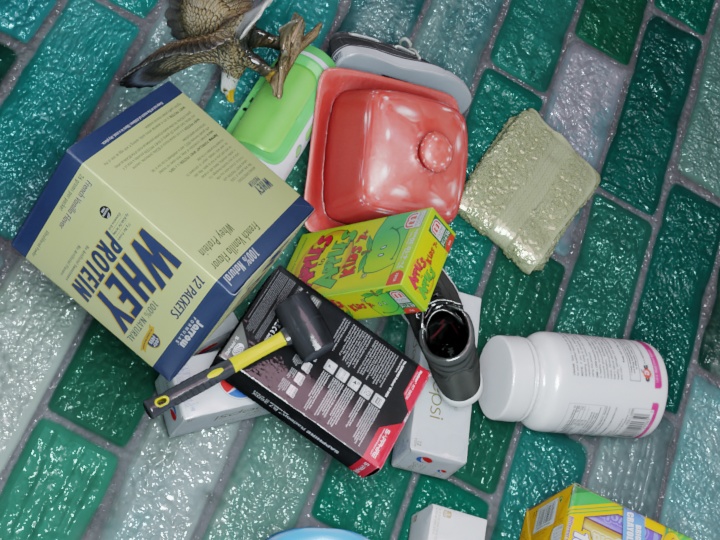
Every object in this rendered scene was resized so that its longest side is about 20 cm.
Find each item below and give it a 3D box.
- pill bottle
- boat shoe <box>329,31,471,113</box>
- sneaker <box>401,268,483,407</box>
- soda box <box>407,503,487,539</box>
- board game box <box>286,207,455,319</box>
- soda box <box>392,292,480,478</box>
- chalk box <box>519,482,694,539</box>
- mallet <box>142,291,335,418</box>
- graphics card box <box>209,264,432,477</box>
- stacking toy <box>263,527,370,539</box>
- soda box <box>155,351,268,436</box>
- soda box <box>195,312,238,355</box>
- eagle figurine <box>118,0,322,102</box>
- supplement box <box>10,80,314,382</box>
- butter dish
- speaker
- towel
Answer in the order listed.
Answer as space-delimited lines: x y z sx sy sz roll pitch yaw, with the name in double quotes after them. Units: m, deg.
0.242 0.130 1.474 0.198 0.113 0.115 7 65 -20 "pill bottle"
0.048 -0.245 1.586 0.197 0.074 0.069 10 44 -25 "boat shoe"
0.080 0.037 1.364 0.070 0.100 0.202 -19 59 -3 "sneaker"
0.078 0.353 1.337 0.067 0.064 0.202 19 61 -14 "soda box"
0.000 0.000 1.381 0.048 0.199 0.102 44 54 -32 "board game box"
0.086 0.122 1.428 0.067 0.064 0.202 15 62 -13 "soda box"
0.276 0.339 1.390 0.198 0.125 0.125 26 60 -8 "chalk box"
-0.113 0.097 1.235 0.199 0.041 0.066 -35 81 -24 "mallet"
-0.040 0.103 1.307 0.199 0.051 0.126 35 61 -7 "graphics card box"
-0.043 0.360 1.271 0.114 0.110 0.203 3 77 -5 "stacking toy"
-0.110 0.115 1.351 0.198 0.068 0.064 -11 72 -26 "soda box"
-0.209 -0.003 1.373 0.068 0.063 0.201 -24 78 -30 "soda box"
-0.164 -0.255 1.442 0.198 0.152 0.153 18 103 12 "eagle figurine"
-0.186 -0.043 1.246 0.199 0.134 0.200 40 34 -1 "supplement box"
0.053 -0.128 1.463 0.198 0.147 0.202 9 85 -28 "butter dish"
-0.098 -0.168 1.481 0.088 0.088 0.201 32 59 -6 "speaker"
0.211 -0.104 1.611 0.148 0.037 0.200 40 59 -1 "towel"
